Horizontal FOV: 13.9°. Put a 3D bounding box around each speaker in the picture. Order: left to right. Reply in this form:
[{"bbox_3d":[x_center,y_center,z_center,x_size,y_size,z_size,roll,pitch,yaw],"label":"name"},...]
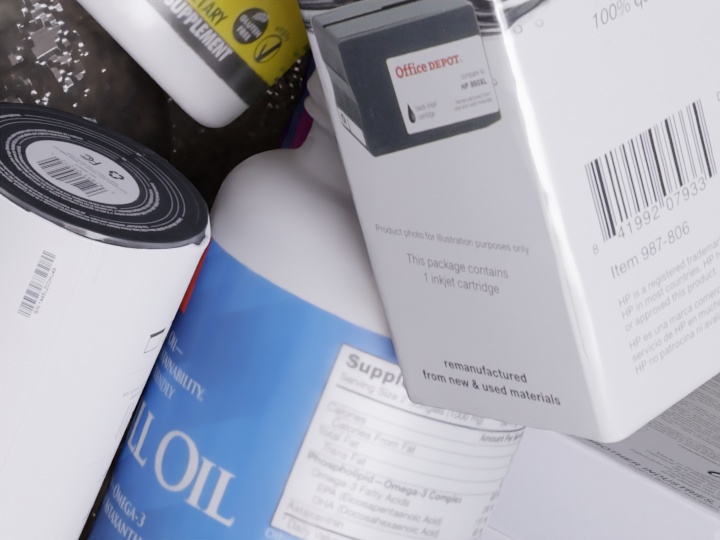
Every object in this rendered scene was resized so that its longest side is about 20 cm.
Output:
[{"bbox_3d":[-0.115,0.057,0.872,0.081,0.081,0.201,16,114,-19],"label":"speaker"}]

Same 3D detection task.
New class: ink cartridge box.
[{"bbox_3d":[0.062,-0.080,0.772,0.144,0.084,0.201,-30,114,-35],"label":"ink cartridge box"},{"bbox_3d":[0.119,0.084,0.971,0.199,0.136,0.077,-3,113,-49],"label":"ink cartridge box"}]

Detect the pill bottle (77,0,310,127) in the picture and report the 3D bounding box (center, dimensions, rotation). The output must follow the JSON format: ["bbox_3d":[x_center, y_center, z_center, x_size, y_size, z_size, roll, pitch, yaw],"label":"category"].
[{"bbox_3d":[-0.012,-0.149,0.904,0.200,0.111,0.111,-45,112,1],"label":"pill bottle"}]

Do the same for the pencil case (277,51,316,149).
[{"bbox_3d":[0.000,0.000,0.967,0.088,0.088,0.201,16,100,-19],"label":"pencil case"}]

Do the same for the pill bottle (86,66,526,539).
[{"bbox_3d":[-0.005,0.032,0.874,0.112,0.112,0.201,18,101,-19],"label":"pill bottle"}]
